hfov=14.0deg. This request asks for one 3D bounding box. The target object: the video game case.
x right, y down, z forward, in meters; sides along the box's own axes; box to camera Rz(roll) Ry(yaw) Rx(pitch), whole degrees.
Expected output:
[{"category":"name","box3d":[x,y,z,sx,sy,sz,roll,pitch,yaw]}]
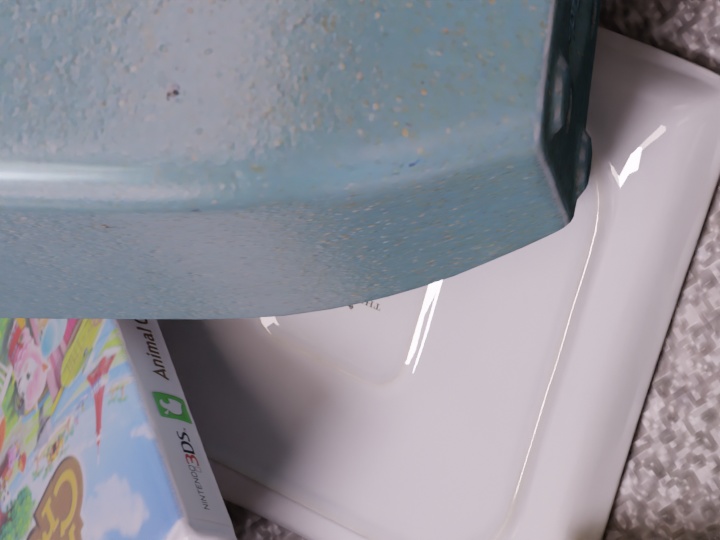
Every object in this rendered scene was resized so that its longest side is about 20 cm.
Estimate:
[{"category":"video game case","box3d":[-0.112,0.095,0.936,0.200,0.022,0.182,-58,35,27]}]

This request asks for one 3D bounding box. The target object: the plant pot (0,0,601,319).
[{"category":"plant pot","box3d":[-0.033,-0.086,0.803,0.199,0.196,0.198,7,80,9]}]

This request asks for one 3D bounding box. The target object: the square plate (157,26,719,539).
[{"category":"square plate","box3d":[0.000,0.000,0.913,0.199,0.028,0.199,25,112,23]}]
